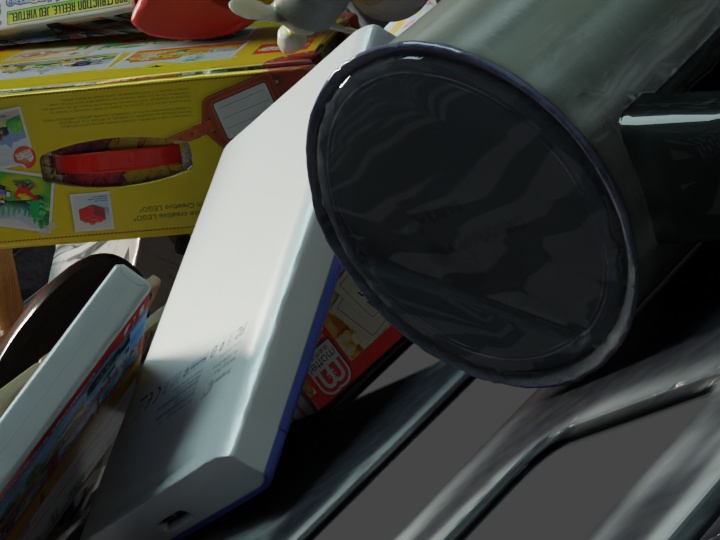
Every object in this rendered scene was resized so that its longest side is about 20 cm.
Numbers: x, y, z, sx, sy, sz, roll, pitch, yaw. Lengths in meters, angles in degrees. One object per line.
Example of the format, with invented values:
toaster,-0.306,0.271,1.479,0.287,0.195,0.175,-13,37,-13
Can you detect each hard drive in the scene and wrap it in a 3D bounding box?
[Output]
hard drive,-0.045,0.011,0.856,0.132,0.025,0.201,-35,31,52

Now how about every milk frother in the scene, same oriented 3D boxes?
milk frother,0.078,-0.104,0.652,0.180,0.200,0.188,-23,15,49

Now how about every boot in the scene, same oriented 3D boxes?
boot,-0.176,0.035,1.147,0.200,0.068,0.189,-113,42,-59

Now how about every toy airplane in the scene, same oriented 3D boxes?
toy airplane,-0.008,-0.183,1.021,0.200,0.141,0.199,-48,16,-18

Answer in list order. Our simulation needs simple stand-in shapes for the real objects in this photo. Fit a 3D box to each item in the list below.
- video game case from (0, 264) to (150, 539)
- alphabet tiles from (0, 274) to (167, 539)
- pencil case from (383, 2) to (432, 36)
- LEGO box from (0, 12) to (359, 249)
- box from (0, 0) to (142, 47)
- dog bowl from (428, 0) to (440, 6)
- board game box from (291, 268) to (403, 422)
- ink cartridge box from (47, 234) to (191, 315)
video game case,-0.133,0.085,0.860,0.143,0.017,0.200,-55,-3,-19
alphabet tiles,-0.134,0.079,0.971,0.200,0.008,0.168,-42,-19,-58
pencil case,0.050,-0.112,1.305,0.083,0.091,0.200,-45,7,8
LEGO box,-0.102,-0.069,1.060,0.199,0.077,0.149,-4,15,10
box,-0.121,-0.134,1.187,0.110,0.035,0.200,-6,-7,24
dog bowl,0.118,-0.182,1.152,0.199,0.074,0.200,-16,-28,-9
board game box,0.000,0.000,0.986,0.200,0.046,0.151,-41,8,-29
ink cartridge box,-0.117,-0.017,1.198,0.116,0.067,0.201,-30,44,49
